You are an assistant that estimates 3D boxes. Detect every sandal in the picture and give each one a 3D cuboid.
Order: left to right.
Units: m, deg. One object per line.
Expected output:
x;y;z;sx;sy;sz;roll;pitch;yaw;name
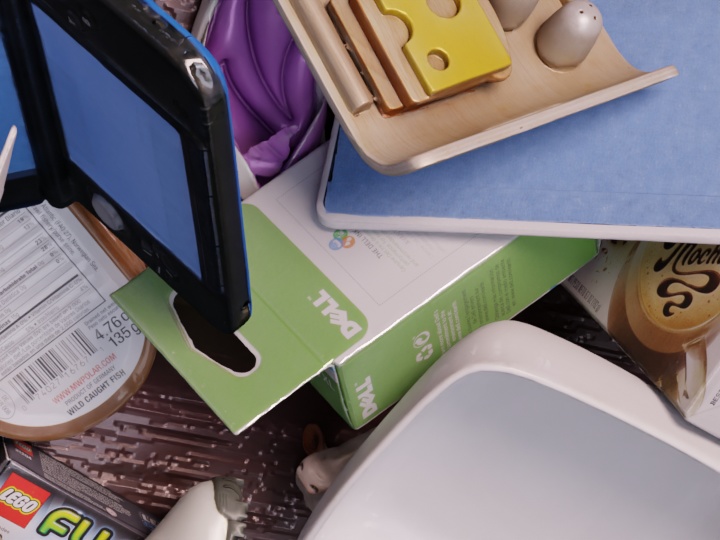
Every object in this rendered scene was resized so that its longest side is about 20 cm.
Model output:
-0.047;-0.079;0.944;0.082;0.050;0.204;1;112;-15;sandal

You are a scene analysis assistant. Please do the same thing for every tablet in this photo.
0.085;-0.071;0.909;0.199;0.131;0.014;3;151;15;tablet

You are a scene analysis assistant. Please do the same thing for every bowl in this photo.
0.084;0.117;0.939;0.199;0.075;0.200;29;124;-13;bowl

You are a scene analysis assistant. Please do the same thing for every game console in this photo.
-0.143;-0.042;0.810;0.118;0.171;0.200;-41;158;-19;game console

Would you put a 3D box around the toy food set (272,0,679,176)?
0.032;-0.145;0.862;0.143;0.060;0.201;-21;76;-29;toy food set

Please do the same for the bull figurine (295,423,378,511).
0.065;0.098;1.033;0.199;0.065;0.121;17;140;-29;bull figurine

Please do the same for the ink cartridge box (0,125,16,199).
-0.196;0.030;0.799;0.068;0.116;0.200;20;141;-8;ink cartridge box

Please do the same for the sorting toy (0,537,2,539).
-0.281;0.113;0.950;0.199;0.036;0.186;-26;107;6;sorting toy

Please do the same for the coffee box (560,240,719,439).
0.164;-0.008;0.948;0.080;0.200;0.113;28;103;-27;coffee box

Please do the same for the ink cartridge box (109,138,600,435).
0.000;0.000;0.930;0.200;0.104;0.059;-36;147;-15;ink cartridge box

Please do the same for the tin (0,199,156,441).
-0.172;-0.006;0.947;0.112;0.042;0.200;-39;117;-2;tin

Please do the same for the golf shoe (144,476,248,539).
-0.124;0.177;0.978;0.088;0.077;0.201;30;101;-17;golf shoe

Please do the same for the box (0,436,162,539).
-0.129;0.174;1.035;0.200;0.035;0.110;33;100;-25;box
